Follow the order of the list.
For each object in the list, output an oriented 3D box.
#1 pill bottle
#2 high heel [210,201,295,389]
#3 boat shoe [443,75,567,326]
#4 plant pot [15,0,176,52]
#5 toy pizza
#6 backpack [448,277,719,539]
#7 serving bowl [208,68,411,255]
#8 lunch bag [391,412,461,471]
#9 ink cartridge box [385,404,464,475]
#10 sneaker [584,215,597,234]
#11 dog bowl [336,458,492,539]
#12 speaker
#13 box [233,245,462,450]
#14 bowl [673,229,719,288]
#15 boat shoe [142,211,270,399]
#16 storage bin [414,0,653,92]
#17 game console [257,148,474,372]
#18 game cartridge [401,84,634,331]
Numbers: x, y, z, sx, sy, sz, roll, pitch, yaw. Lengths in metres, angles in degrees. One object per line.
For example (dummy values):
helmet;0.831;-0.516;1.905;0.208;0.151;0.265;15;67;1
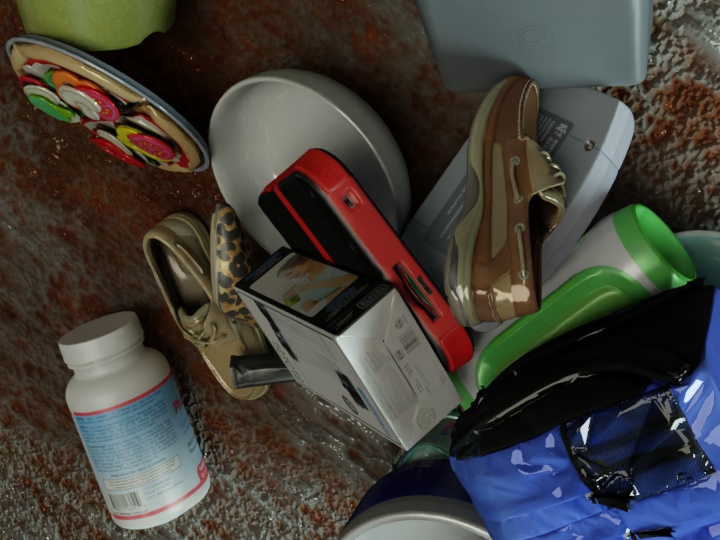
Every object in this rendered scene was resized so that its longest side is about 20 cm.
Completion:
pill bottle;-0.233;0.150;1.064;0.108;0.109;0.202;-10;107;24
high heel;-0.060;0.018;0.951;0.141;0.072;0.202;-7;123;-1
boat shoe;0.113;-0.050;0.740;0.071;0.202;0.076;1;153;24
plant pot;-0.223;-0.289;0.856;0.198;0.201;0.186;11;126;16
toy pizza;-0.224;-0.135;0.916;0.199;0.200;0.032;25;77;10
backpack;0.168;0.127;0.704;0.199;0.162;0.169;-24;94;27
serving bowl;-0.035;-0.088;0.904;0.198;0.066;0.202;23;136;23
lunch bag;0.105;0.224;0.888;0.198;0.077;0.162;28;119;7
ink cartridge box;0.109;0.182;0.961;0.146;0.083;0.201;31;118;6
sneaker;0.108;-0.014;0.890;0.198;0.078;0.076;-24;83;25
dog bowl;0.072;0.253;0.823;0.198;0.079;0.202;8;115;18
speaker;0.158;0.038;0.812;0.089;0.088;0.200;47;118;-2
box;-0.016;0.056;0.842;0.199;0.060;0.117;22;147;59
bowl;0.275;0.079;0.818;0.200;0.104;0.203;-17;66;41
boat shoe;-0.152;0.044;1.016;0.071;0.065;0.202;-17;104;26
storage bin;0.132;-0.217;0.777;0.198;0.147;0.135;2;139;20
game console;0.000;0.000;0.838;0.031;0.177;0.201;-38;96;-16
game cartridge;0.118;-0.056;0.809;0.040;0.133;0.201;33;94;-39
